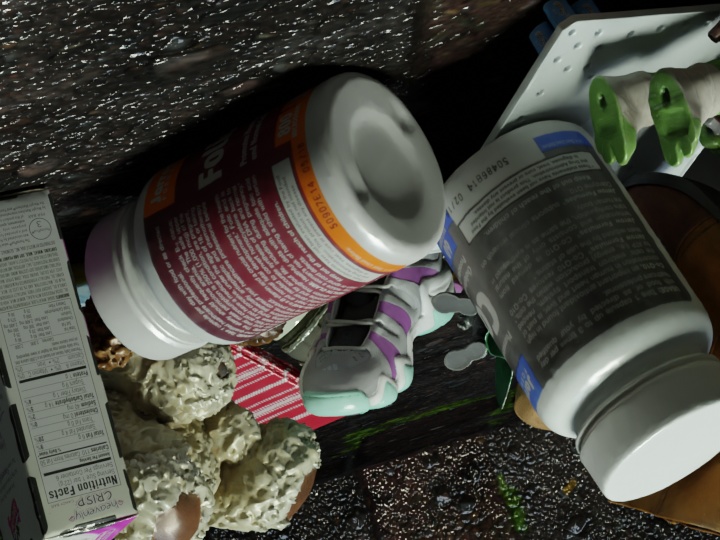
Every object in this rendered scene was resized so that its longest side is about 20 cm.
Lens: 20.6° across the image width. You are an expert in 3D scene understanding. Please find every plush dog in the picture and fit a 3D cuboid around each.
[{"bbox_3d":[-0.128,0.082,1.287,0.159,0.174,0.199,9,-173,32],"label":"plush dog"}]

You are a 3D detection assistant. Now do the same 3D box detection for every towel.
[{"bbox_3d":[-0.118,0.082,1.563,0.199,0.023,0.144,31,146,-24],"label":"towel"}]

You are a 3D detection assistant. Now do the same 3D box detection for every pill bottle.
[{"bbox_3d":[-0.059,-0.026,1.152,0.199,0.115,0.114,-25,167,32],"label":"pill bottle"},{"bbox_3d":[0.131,0.023,1.136,0.113,0.201,0.114,-23,152,-13],"label":"pill bottle"}]

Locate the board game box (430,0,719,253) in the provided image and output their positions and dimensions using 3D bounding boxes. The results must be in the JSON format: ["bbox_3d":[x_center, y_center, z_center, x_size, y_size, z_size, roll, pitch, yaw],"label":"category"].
[{"bbox_3d":[0.149,-0.094,1.205,0.199,0.026,0.201,-10,146,-36],"label":"board game box"}]

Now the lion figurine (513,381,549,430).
[{"bbox_3d":[0.149,0.064,1.353,0.121,0.073,0.201,2,130,-22],"label":"lion figurine"}]

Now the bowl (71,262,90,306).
[{"bbox_3d":[-0.207,0.073,1.366,0.199,0.202,0.108,-11,-150,-30],"label":"bowl"}]

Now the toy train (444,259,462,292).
[{"bbox_3d":[0.054,0.013,1.623,0.198,0.056,0.150,-24,-178,-3],"label":"toy train"}]

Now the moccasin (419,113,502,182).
[{"bbox_3d":[0.065,-0.063,1.294,0.200,0.074,0.078,-22,164,-26],"label":"moccasin"}]

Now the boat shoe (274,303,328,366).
[{"bbox_3d":[-0.034,0.041,1.539,0.072,0.060,0.202,-47,-178,4],"label":"boat shoe"}]

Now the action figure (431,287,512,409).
[{"bbox_3d":[0.090,0.002,1.374,0.054,0.119,0.200,-5,-161,16],"label":"action figure"}]

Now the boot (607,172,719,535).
[{"bbox_3d":[0.197,0.050,1.201,0.068,0.202,0.188,18,-178,-43],"label":"boot"}]

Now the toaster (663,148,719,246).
[{"bbox_3d":[0.233,-0.033,1.424,0.198,0.119,0.181,-16,145,-4],"label":"toaster"}]

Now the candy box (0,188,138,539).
[{"bbox_3d":[-0.196,0.069,1.175,0.060,0.202,0.136,-12,168,-21],"label":"candy box"}]

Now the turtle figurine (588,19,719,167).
[{"bbox_3d":[0.239,-0.077,1.126,0.192,0.144,0.201,-13,130,-24],"label":"turtle figurine"}]

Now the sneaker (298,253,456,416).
[{"bbox_3d":[0.000,0.000,1.320,0.077,0.141,0.200,-3,-156,21],"label":"sneaker"}]
